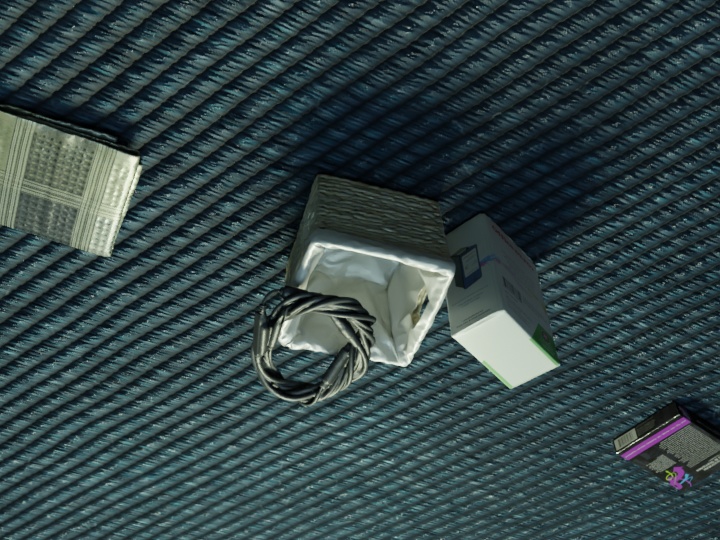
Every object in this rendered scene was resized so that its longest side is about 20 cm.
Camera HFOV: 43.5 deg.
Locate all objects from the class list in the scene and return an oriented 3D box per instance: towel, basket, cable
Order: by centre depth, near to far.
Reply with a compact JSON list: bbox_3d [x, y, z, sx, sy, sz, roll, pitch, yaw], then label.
[{"bbox_3d":[-0.063,0.102,1.200,0.163,0.051,0.200,0,128,-9],"label":"cable"},{"bbox_3d":[-0.402,-0.118,1.207,0.192,0.035,0.200,18,130,-15],"label":"towel"},{"bbox_3d":[0.000,0.000,1.243,0.200,0.161,0.198,11,130,-14],"label":"basket"}]

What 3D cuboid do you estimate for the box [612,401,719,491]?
[{"bbox_3d":[0.580,0.325,1.648,0.200,0.036,0.143,32,123,-26],"label":"box"}]

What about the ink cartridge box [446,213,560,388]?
[{"bbox_3d":[0.192,0.040,1.264,0.087,0.200,0.145,-31,127,26],"label":"ink cartridge box"}]
